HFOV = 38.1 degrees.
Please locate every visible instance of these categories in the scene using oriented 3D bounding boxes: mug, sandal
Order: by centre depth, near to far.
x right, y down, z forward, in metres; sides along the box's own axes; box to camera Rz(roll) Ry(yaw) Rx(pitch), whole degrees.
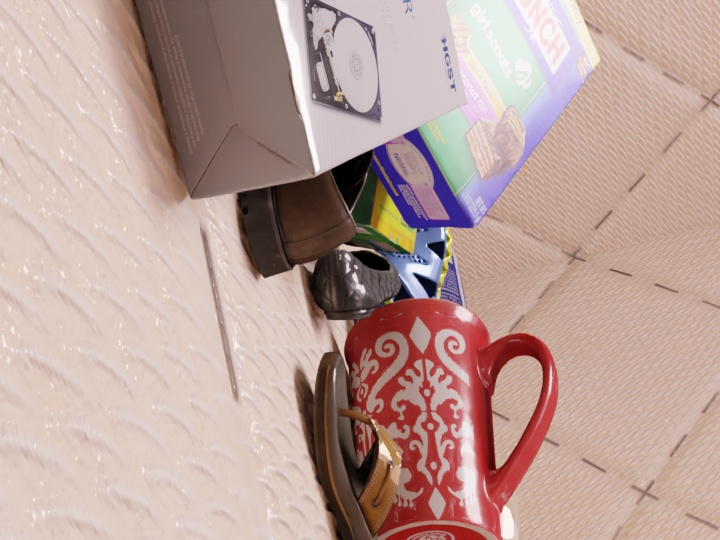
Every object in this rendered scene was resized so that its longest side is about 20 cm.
[{"bbox_3d":[0.007,0.151,0.719,0.082,0.054,0.203,-57,135,-82],"label":"sandal"},{"bbox_3d":[0.065,0.131,0.847,0.132,0.177,0.202,27,41,-27],"label":"mug"},{"bbox_3d":[0.043,0.003,1.017,0.087,0.078,0.203,15,68,-62],"label":"sandal"}]

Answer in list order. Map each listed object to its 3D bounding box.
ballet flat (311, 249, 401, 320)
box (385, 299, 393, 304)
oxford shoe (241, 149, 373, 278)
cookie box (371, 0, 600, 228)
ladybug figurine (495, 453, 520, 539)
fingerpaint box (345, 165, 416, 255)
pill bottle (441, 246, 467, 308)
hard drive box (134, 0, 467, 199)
[{"bbox_3d":[0.000,0.000,0.891,0.200,0.065,0.058,-54,142,-81],"label":"ballet flat"},{"bbox_3d":[0.033,0.094,1.123,0.122,0.047,0.203,7,70,-84],"label":"box"},{"bbox_3d":[-0.031,-0.076,0.690,0.202,0.083,0.073,-98,171,-46],"label":"oxford shoe"},{"bbox_3d":[0.074,-0.160,0.762,0.201,0.075,0.172,-51,124,-28],"label":"cookie box"},{"bbox_3d":[0.073,0.223,0.929,0.072,0.135,0.201,37,24,-33],"label":"ladybug figurine"},{"bbox_3d":[0.007,-0.110,0.870,0.200,0.072,0.170,20,79,-77],"label":"fingerpaint box"},{"bbox_3d":[0.081,0.065,1.316,0.116,0.114,0.202,71,9,-48],"label":"pill bottle"},{"bbox_3d":[-0.026,-0.140,0.547,0.200,0.076,0.158,-36,116,-58],"label":"hard drive box"}]
